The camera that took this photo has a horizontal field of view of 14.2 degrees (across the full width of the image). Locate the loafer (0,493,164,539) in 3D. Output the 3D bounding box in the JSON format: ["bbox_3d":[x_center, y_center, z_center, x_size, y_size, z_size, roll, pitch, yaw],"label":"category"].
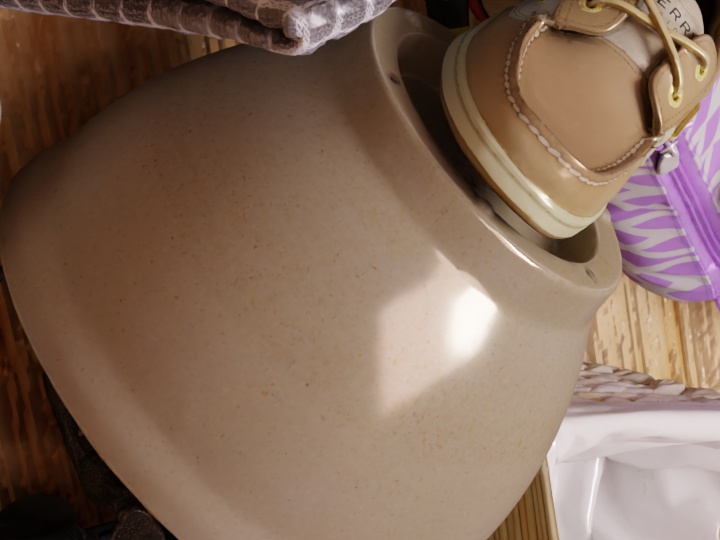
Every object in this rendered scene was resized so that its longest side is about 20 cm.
[{"bbox_3d":[-0.115,0.114,0.998,0.068,0.070,0.200,-41,155,30],"label":"loafer"}]

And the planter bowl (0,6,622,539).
[{"bbox_3d":[0.000,0.000,0.952,0.135,0.200,0.200,-40,144,22],"label":"planter bowl"}]

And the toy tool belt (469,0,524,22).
[{"bbox_3d":[0.119,-0.180,1.111,0.125,0.123,0.200,18,89,-48],"label":"toy tool belt"}]

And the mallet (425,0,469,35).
[{"bbox_3d":[0.025,-0.085,1.108,0.041,0.066,0.200,-69,148,-79],"label":"mallet"}]

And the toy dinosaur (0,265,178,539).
[{"bbox_3d":[-0.072,0.058,1.002,0.200,0.102,0.077,31,104,-29],"label":"toy dinosaur"}]

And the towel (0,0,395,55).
[{"bbox_3d":[-0.029,-0.120,0.910,0.165,0.200,0.086,-8,104,-46],"label":"towel"}]

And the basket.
[{"bbox_3d":[0.079,0.108,1.160,0.200,0.123,0.136,4,100,-47],"label":"basket"}]

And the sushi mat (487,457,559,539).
[{"bbox_3d":[0.033,0.043,1.056,0.012,0.096,0.201,2,75,-40],"label":"sushi mat"}]

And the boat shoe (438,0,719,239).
[{"bbox_3d":[0.081,-0.073,0.947,0.074,0.066,0.200,48,26,-7],"label":"boat shoe"}]

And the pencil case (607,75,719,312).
[{"bbox_3d":[0.117,-0.051,1.138,0.084,0.086,0.200,-40,156,2],"label":"pencil case"}]
